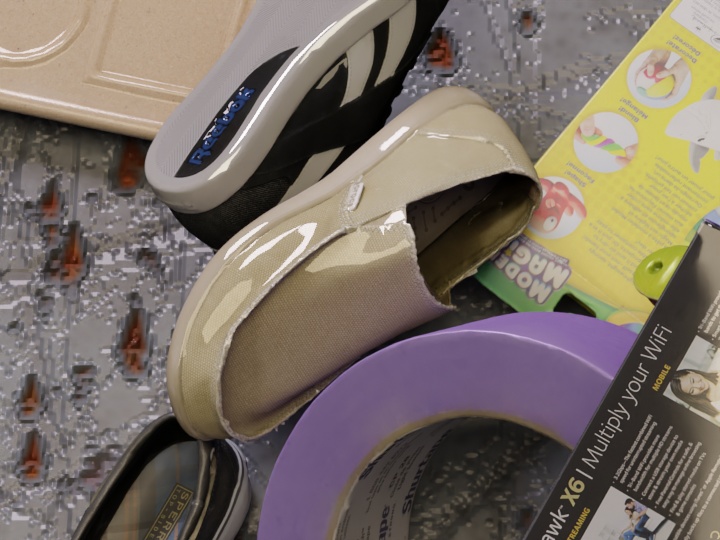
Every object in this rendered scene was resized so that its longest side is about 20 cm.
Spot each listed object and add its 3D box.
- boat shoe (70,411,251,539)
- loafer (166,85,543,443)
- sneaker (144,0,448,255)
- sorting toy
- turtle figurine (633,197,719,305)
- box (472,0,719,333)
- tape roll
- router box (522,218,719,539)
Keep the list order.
[{"bbox_3d":[-0.113,0.149,1.127,0.069,0.057,0.200,19,69,23],"label":"boat shoe"},{"bbox_3d":[0.000,0.000,1.122,0.200,0.076,0.068,-46,45,-15],"label":"loafer"},{"bbox_3d":[-0.005,-0.078,1.181,0.200,0.112,0.073,-49,45,-13],"label":"sneaker"},{"bbox_3d":[-0.113,-0.152,1.252,0.199,0.036,0.186,11,72,13],"label":"sorting toy"},{"bbox_3d":[0.197,0.033,1.125,0.200,0.064,0.161,-34,116,5],"label":"turtle figurine"},{"bbox_3d":[0.150,-0.040,1.185,0.117,0.048,0.200,38,76,14],"label":"box"},{"bbox_3d":[0.064,0.119,1.071,0.200,0.085,0.201,2,96,24],"label":"tape roll"},{"bbox_3d":[0.146,0.106,0.954,0.157,0.052,0.200,30,93,14],"label":"router box"}]
